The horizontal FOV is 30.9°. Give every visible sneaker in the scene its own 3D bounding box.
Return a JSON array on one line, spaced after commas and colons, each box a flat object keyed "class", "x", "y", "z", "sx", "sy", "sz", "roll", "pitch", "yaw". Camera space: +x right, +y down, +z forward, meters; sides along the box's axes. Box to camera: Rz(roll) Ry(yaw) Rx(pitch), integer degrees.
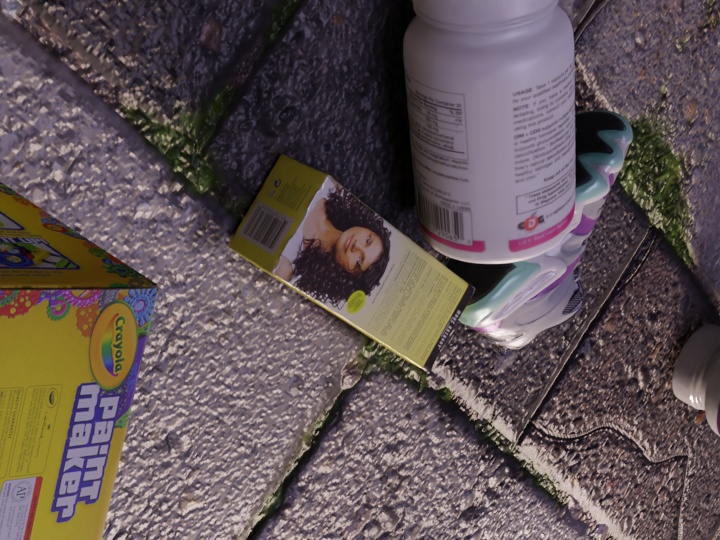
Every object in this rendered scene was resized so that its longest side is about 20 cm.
[{"class": "sneaker", "x": 0.154, "y": -0.021, "z": 1.031, "sx": 0.200, "sy": 0.078, "sz": 0.140, "roll": -48, "pitch": 140, "yaw": -3}]

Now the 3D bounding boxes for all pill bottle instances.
[{"class": "pill bottle", "x": 0.408, "y": 0.129, "z": 1.265, "sx": 0.112, "sy": 0.199, "sz": 0.114, "roll": -24, "pitch": 128, "yaw": -36}, {"class": "pill bottle", "x": 0.087, "y": -0.116, "z": 0.870, "sx": 0.113, "sy": 0.113, "sz": 0.202, "roll": -31, "pitch": 131, "yaw": -32}]

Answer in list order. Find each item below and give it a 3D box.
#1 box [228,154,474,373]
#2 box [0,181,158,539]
[{"class": "box", "x": 0.000, "y": 0.000, "z": 0.890, "sx": 0.199, "sy": 0.050, "sz": 0.076, "roll": 33, "pitch": 86, "yaw": -50}, {"class": "box", "x": -0.211, "y": 0.065, "z": 0.591, "sx": 0.121, "sy": 0.192, "sz": 0.202, "roll": 0, "pitch": 111, "yaw": -46}]
